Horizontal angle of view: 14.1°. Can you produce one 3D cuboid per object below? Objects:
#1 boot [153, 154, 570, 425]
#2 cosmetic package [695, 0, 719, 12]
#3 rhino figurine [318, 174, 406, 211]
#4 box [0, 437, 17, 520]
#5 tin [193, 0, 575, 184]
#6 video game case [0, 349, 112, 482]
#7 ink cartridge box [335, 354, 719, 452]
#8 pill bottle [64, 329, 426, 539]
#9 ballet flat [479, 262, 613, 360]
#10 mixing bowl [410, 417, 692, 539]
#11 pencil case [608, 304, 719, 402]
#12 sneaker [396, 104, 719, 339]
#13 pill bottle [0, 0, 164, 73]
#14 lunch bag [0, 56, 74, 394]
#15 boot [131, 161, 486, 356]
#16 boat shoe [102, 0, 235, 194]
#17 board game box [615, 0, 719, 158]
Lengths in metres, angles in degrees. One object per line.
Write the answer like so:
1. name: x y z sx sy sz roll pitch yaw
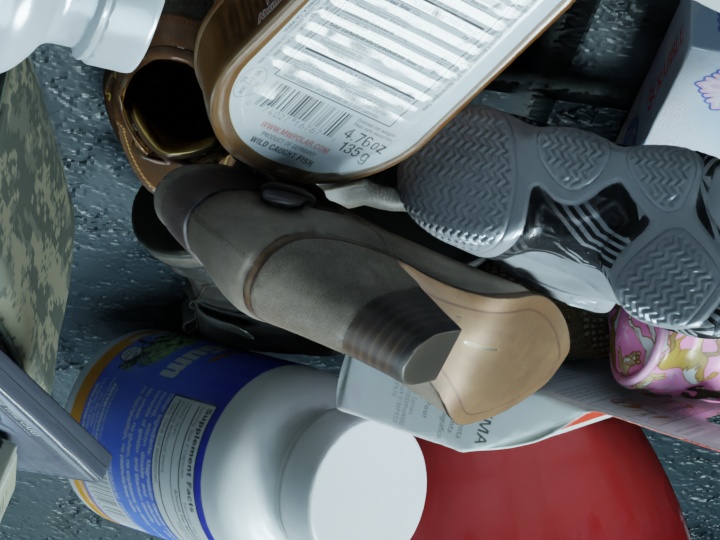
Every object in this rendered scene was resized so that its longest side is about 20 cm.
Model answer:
1. boot: 0.000 0.000 1.304 0.146 0.070 0.200 36 -171 23
2. cosmetic package: 0.221 -0.132 1.140 0.199 0.085 0.107 19 152 -28
3. rhino figurine: -0.005 -0.087 1.301 0.087 0.060 0.200 3 152 -1
4. box: -0.262 0.085 1.339 0.199 0.082 0.068 22 157 0
5. tin: 0.016 -0.109 1.203 0.112 0.042 0.200 19 130 -38
6. video game case: -0.229 0.047 1.350 0.199 0.019 0.143 6 152 35
7. ink cartridge box: 0.112 0.068 1.445 0.199 0.057 0.162 23 -165 25
8. pill bottle: -0.060 0.100 1.554 0.199 0.113 0.112 11 165 47
9. ballet flat: 0.142 0.008 1.450 0.199 0.071 0.065 4 135 -30
10. mixing bowl: 0.081 0.115 1.594 0.199 0.109 0.200 -7 -177 0
11. pencil case: 0.215 0.035 1.386 0.199 0.083 0.087 12 127 -12
12. sneaker: 0.122 -0.016 1.275 0.199 0.075 0.115 19 179 25
13. pill bottle: -0.177 -0.142 1.164 0.199 0.113 0.112 14 152 -15
14. lunch bag: -0.233 -0.027 1.373 0.167 0.140 0.200 2 153 6
15. boot: -0.013 -0.003 1.481 0.199 0.070 0.174 2 159 15
16. boat shoe: -0.085 -0.078 1.322 0.072 0.068 0.200 8 154 -1
17. board game box: 0.223 -0.055 1.339 0.198 0.041 0.200 8 153 -4
